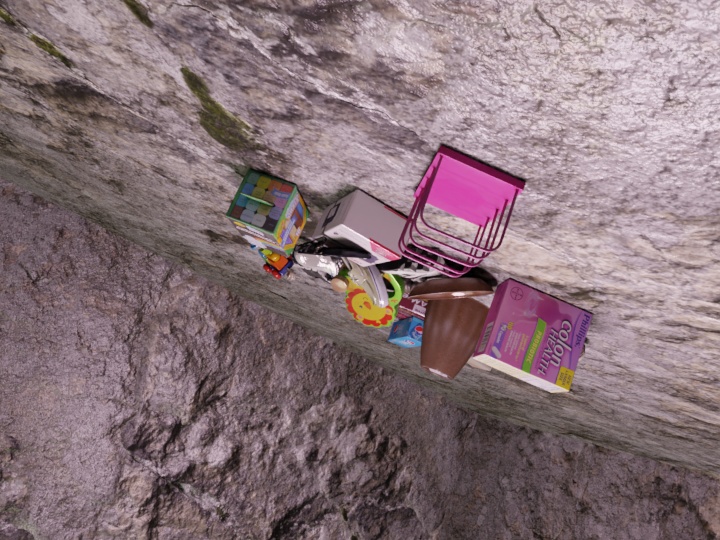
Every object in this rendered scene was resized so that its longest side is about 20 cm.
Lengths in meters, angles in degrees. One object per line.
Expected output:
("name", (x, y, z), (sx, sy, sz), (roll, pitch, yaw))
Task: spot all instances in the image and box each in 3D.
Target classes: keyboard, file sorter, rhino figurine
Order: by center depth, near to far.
("file sorter", (0.148, -0.079, 0.994), (0.138, 0.127, 0.200), (23, 166, -1))
("keyboard", (-0.067, -0.050, 1.326), (0.103, 0.040, 0.199), (6, 179, -33))
("rhino figurine", (0.099, 0.026, 1.605), (0.198, 0.060, 0.088), (21, 160, 21))

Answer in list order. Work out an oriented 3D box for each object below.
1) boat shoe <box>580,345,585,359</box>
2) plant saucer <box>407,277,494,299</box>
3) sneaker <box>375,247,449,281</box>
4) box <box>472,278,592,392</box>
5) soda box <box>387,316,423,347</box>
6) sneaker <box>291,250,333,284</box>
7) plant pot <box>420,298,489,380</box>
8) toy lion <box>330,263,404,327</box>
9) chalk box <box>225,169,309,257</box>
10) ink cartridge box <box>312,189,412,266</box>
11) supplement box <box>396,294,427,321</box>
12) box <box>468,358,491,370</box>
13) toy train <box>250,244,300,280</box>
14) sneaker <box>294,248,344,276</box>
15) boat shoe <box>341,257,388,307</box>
("boat shoe", (0.461, 0.176, 1.561), (0.198, 0.072, 0.060), (13, 158, 24))
("plant saucer", (0.204, 0.041, 1.418), (0.198, 0.037, 0.200), (-4, 173, 0))
("sneaker", (0.112, -0.010, 1.422), (0.199, 0.075, 0.088), (11, 160, 42))
("box", (0.372, 0.144, 1.356), (0.198, 0.178, 0.097), (23, 167, 0))
("soda box", (0.146, 0.188, 1.875), (0.067, 0.065, 0.200), (23, 167, -9))
("sneaker", (-0.108, -0.003, 1.841), (0.198, 0.067, 0.091), (26, 170, 7))
("plant pot", (0.238, 0.181, 1.664), (0.185, 0.202, 0.187), (21, 166, 6))
("toy lion", (0.033, 0.060, 1.575), (0.199, 0.069, 0.192), (-21, 115, 40))
("chalk box", (-0.207, -0.134, 1.383), (0.124, 0.125, 0.200), (21, 165, 12))
("ink cartridge box", (0.001, -0.082, 1.308), (0.144, 0.085, 0.200), (29, 166, -17))
("supplement box", (0.153, 0.115, 1.851), (0.108, 0.061, 0.200), (22, 167, 2))
("box", (0.328, 0.223, 1.905), (0.199, 0.096, 0.077), (35, 163, -33))
("toy train", (-0.252, -0.038, 1.854), (0.116, 0.085, 0.199), (49, 168, -32))
("sneaker", (-0.090, -0.026, 1.739), (0.198, 0.072, 0.073), (21, -158, -16))
("boat shoe", (0.000, 0.000, 1.440), (0.202, 0.062, 0.072), (63, 166, 10))
